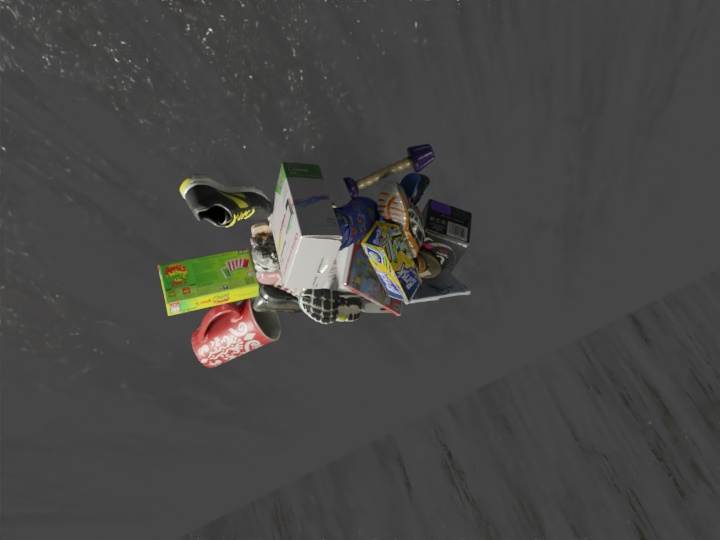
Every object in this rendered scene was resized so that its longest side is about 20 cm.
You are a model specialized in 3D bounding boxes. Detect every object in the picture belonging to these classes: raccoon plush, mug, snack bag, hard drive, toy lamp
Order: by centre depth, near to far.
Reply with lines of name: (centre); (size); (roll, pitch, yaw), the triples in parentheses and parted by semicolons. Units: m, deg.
toy lamp: (0.062, -0.211, 1.207); (0.197, 0.059, 0.058); (-24, 152, 3)
raccoon plush: (-0.154, -0.067, 1.261); (0.201, 0.096, 0.134); (-53, 135, -8)
mug: (-0.331, 0.141, 1.445); (0.197, 0.134, 0.179); (-27, 119, 16)
hard drive: (-0.002, 0.082, 1.533); (0.130, 0.198, 0.027); (4, 96, -40)
snack bag: (0.174, 0.028, 1.557); (0.196, 0.189, 0.022); (-7, 121, -22)

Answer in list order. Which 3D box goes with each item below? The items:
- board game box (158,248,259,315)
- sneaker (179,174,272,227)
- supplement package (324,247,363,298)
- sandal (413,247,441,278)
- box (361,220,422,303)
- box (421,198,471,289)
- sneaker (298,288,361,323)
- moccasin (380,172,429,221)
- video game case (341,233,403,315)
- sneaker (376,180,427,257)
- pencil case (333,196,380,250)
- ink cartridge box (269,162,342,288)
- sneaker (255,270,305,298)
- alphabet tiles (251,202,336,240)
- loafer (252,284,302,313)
board game box: (-0.330, 0.023, 1.246); (0.196, 0.103, 0.048); (-12, 150, -21)
sneaker: (-0.251, -0.116, 1.095); (0.197, 0.086, 0.074); (8, 139, -44)
supplement package: (0.000, 0.000, 1.408); (0.116, 0.120, 0.197); (-15, 163, 43)
sandal: (0.122, -0.027, 1.361); (0.081, 0.055, 0.199); (-29, 136, 24)
box: (0.074, -0.016, 1.280); (0.071, 0.063, 0.201); (-55, 141, -23)
box: (0.189, -0.063, 1.450); (0.120, 0.108, 0.201); (18, 141, -5)
sneaker: (-0.080, 0.086, 1.339); (0.078, 0.079, 0.198); (6, 172, 38)
moccasin: (0.100, -0.139, 1.330); (0.067, 0.081, 0.200); (-8, 150, -41)
video game case: (0.040, 0.005, 1.352); (0.017, 0.146, 0.198); (-11, 149, 43)
sneaker: (0.096, -0.122, 1.248); (0.078, 0.077, 0.202); (-49, 141, -23)
pencil case: (-0.022, -0.106, 1.213); (0.076, 0.089, 0.200); (-10, -167, 24)
ink cartridge box: (-0.112, -0.086, 1.108); (0.082, 0.203, 0.146); (0, 139, -24)
sneaker: (-0.153, 0.034, 1.391); (0.197, 0.107, 0.075); (-4, 158, -33)
alphabet tiles: (-0.146, -0.095, 1.283); (0.196, 0.015, 0.197); (-18, 148, -12)
loafer: (-0.198, 0.078, 1.450); (0.063, 0.072, 0.199); (-49, 152, 15)
